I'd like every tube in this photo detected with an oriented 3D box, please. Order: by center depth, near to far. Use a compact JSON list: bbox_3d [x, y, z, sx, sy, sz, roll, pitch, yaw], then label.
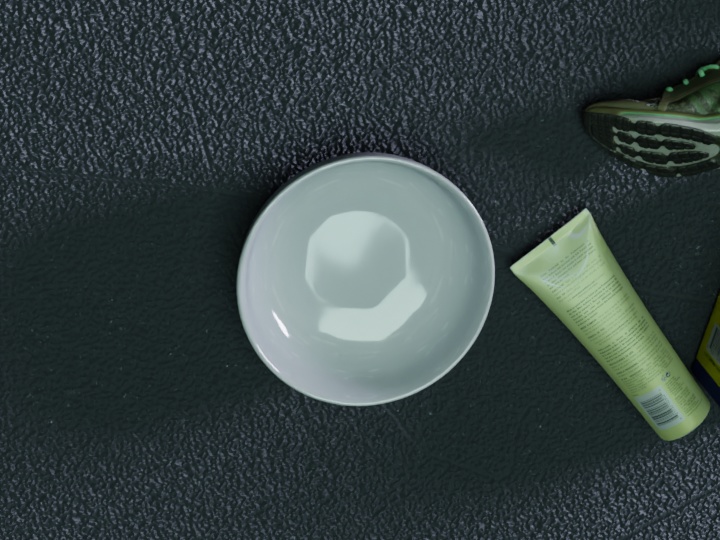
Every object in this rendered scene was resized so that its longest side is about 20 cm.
[{"bbox_3d":[0.208,0.047,1.553,0.200,0.052,0.058,50,54,-18],"label":"tube"}]

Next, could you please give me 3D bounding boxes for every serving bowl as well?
[{"bbox_3d":[0.000,0.000,1.488,0.198,0.066,0.202,-3,110,-9],"label":"serving bowl"}]

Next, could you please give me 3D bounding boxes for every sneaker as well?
[{"bbox_3d":[0.271,-0.128,1.495,0.198,0.089,0.077,1,149,9],"label":"sneaker"}]

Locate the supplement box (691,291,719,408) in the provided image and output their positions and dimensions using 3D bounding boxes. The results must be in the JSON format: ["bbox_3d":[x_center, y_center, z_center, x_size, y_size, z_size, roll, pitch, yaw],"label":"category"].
[{"bbox_3d":[0.357,0.022,1.532,0.108,0.110,0.202,13,107,-14],"label":"supplement box"}]
